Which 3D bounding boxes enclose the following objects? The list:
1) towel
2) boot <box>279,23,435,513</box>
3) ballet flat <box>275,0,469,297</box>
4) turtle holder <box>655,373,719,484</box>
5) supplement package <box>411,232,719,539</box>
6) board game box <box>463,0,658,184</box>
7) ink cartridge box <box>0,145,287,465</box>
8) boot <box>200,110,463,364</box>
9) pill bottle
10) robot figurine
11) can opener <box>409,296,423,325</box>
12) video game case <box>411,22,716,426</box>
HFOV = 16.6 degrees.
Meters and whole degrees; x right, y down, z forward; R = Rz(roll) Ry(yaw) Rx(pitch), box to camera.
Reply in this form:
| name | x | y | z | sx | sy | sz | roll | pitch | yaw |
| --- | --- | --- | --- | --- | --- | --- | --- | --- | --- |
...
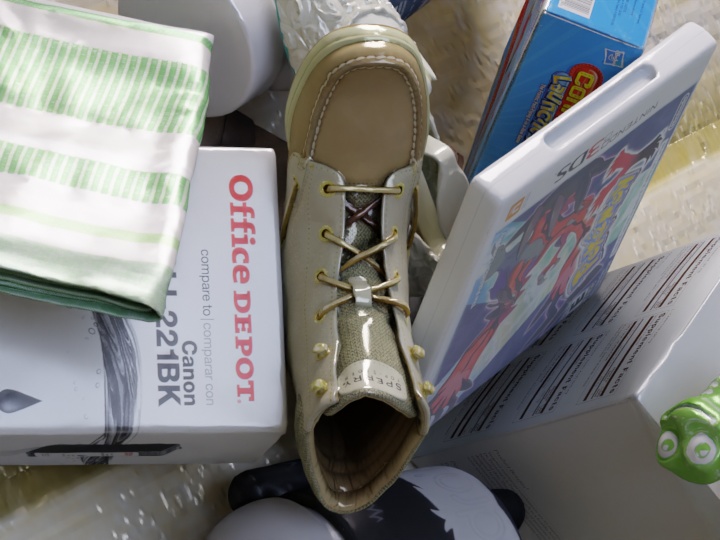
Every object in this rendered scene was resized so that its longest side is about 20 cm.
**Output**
| name | x | y | z | sx | sy | sz | roll | pitch | yaw |
| --- | --- | --- | --- | --- | --- | --- | --- | --- | --- |
| towel | -0.151 | -0.062 | 1.154 | 0.152 | 0.023 | 0.200 | 12 | 41 | -3 |
| boot | 0.000 | 0.000 | 1.169 | 0.072 | 0.200 | 0.155 | 3 | 42 | -10 |
| ballet flat | 0.020 | -0.074 | 1.259 | 0.072 | 0.072 | 0.200 | -42 | 122 | -36 |
| turtle holder | 0.248 | 0.116 | 1.194 | 0.185 | 0.141 | 0.132 | 42 | 74 | -29 |
| supplement package | 0.176 | 0.107 | 1.356 | 0.191 | 0.200 | 0.147 | 50 | 55 | -14 |
| board game box | 0.113 | -0.119 | 1.348 | 0.056 | 0.196 | 0.200 | 21 | 45 | -1 |
| ink cartridge box | -0.139 | 0.017 | 1.195 | 0.200 | 0.084 | 0.145 | 1 | 76 | -16 |
| boot | -0.041 | -0.043 | 1.333 | 0.146 | 0.070 | 0.200 | 42 | 50 | -9 |
| pill bottle | -0.034 | -0.166 | 1.324 | 0.200 | 0.119 | 0.120 | -40 | 101 | -43 |
| robot figurine | 0.006 | 0.169 | 1.269 | 0.200 | 0.150 | 0.125 | -7 | 101 | -37 |
| can opener | 0.029 | 0.040 | 1.351 | 0.066 | 0.053 | 0.200 | 36 | 48 | 3 |
| video game case | 0.092 | -0.015 | 1.249 | 0.023 | 0.200 | 0.182 | 40 | 50 | 17 |
